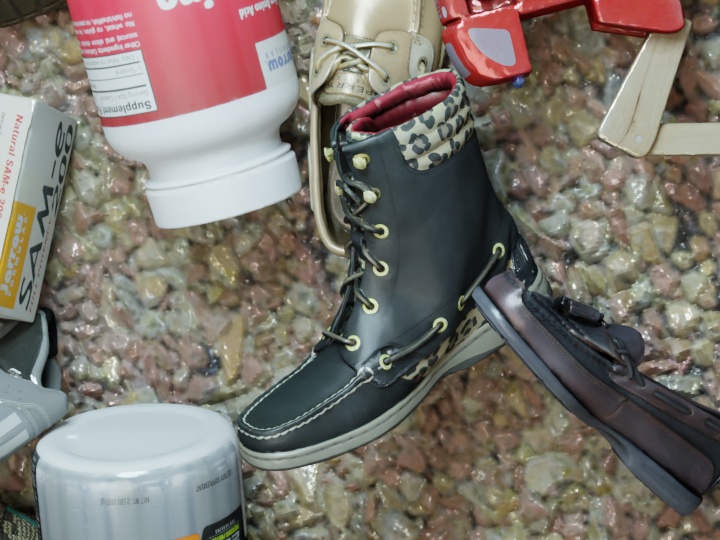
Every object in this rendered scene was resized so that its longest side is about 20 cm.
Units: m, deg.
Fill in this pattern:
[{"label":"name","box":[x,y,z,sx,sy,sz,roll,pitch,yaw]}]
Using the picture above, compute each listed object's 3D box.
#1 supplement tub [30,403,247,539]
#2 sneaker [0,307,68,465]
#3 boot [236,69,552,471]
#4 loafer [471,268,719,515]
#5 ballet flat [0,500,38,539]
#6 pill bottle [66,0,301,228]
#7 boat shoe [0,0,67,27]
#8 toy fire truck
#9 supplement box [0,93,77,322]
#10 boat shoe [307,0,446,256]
[{"label":"supplement tub","box":[-0.124,0.188,1.465,0.122,0.123,0.200,1,107,17]},{"label":"sneaker","box":[-0.242,0.048,1.495,0.200,0.115,0.075,39,151,36]},{"label":"boot","box":[0.000,-0.001,1.336,0.073,0.203,0.154,25,141,53]},{"label":"loafer","box":[0.138,0.055,1.354,0.063,0.072,0.200,-42,123,6]},{"label":"ballet flat","box":[-0.244,0.234,1.551,0.075,0.068,0.200,24,109,-8]},{"label":"pill bottle","box":[-0.098,-0.130,1.374,0.112,0.112,0.200,-11,102,19]},{"label":"boat shoe","box":[-0.254,-0.181,1.430,0.200,0.076,0.072,-7,142,0]},{"label":"toy fire truck","box":[0.149,-0.112,1.316,0.200,0.049,0.141,-15,89,2]},{"label":"supplement box","box":[-0.278,-0.050,1.453,0.200,0.074,0.126,12,87,14]},{"label":"boat shoe","box":[0.007,-0.106,1.374,0.071,0.065,0.200,6,107,15]}]
